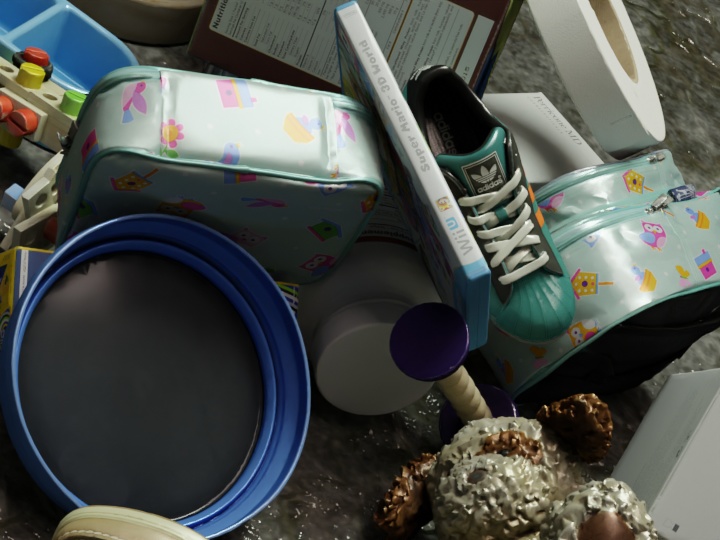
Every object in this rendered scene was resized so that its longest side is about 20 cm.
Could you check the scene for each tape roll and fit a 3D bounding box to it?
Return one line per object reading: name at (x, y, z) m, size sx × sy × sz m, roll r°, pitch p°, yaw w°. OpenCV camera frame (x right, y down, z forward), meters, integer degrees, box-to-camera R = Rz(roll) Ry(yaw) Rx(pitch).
tape roll at (0.163, -0.176, 1.598) m, size 0.203 × 0.037 × 0.203 m, roll 56°, pitch 20°, yaw -32°

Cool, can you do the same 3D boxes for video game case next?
video game case at (0.033, -0.058, 1.420) m, size 0.018 × 0.143 × 0.201 m, roll -24°, pitch 71°, yaw -7°

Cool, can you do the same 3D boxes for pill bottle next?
pill bottle at (0.000, 0.000, 1.534) m, size 0.112 × 0.112 × 0.201 m, roll 16°, pitch 38°, yaw -22°

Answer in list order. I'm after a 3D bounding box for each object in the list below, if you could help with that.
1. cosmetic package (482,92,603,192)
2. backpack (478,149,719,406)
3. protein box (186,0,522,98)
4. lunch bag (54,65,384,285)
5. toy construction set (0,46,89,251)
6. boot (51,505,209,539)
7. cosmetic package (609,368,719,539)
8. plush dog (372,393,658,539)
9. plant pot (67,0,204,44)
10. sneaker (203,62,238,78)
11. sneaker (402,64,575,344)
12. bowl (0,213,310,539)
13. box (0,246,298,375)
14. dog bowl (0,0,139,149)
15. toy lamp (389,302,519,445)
cosmetic package at (0.087, -0.075, 1.723) m, size 0.199 × 0.081 × 0.113 m, roll -9°, pitch 49°, yaw -42°
backpack at (0.168, 0.010, 1.583) m, size 0.200 × 0.176 × 0.154 m, roll -23°, pitch 80°, yaw -49°
protein box at (0.007, -0.196, 1.611) m, size 0.199 × 0.135 × 0.199 m, roll 24°, pitch 20°, yaw 3°
lunch bag at (-0.096, -0.054, 1.402) m, size 0.199 × 0.161 × 0.077 m, roll 6°, pitch 61°, yaw -18°
toy construction set at (-0.242, -0.101, 1.486) m, size 0.200 × 0.092 × 0.131 m, roll 47°, pitch 29°, yaw 16°
boot at (-0.105, 0.226, 1.209) m, size 0.199 × 0.072 × 0.155 m, roll 33°, pitch 37°, yaw 0°
cosmetic package at (0.278, 0.164, 1.458) m, size 0.199 × 0.123 × 0.200 m, roll 31°, pitch -7°, yaw -1°
plush dog at (0.099, 0.167, 1.379) m, size 0.160 × 0.199 × 0.172 m, roll 44°, pitch 29°, yaw -49°
plant pot at (-0.166, -0.305, 1.732) m, size 0.199 × 0.174 × 0.200 m, roll 22°, pitch 36°, yaw -17°
sneaker at (-0.076, -0.136, 1.675) m, size 0.082 × 0.075 × 0.200 m, roll 22°, pitch 35°, yaw -12°
sneaker at (0.080, -0.045, 1.460) m, size 0.071 × 0.080 × 0.201 m, roll -28°, pitch 79°, yaw -9°
bowl at (-0.124, 0.067, 1.336) m, size 0.200 × 0.039 × 0.202 m, roll 8°, pitch 74°, yaw -30°
box at (-0.141, 0.032, 1.402) m, size 0.199 × 0.070 × 0.065 m, roll 7°, pitch 78°, yaw -31°
dog bowl at (-0.243, -0.163, 1.602) m, size 0.200 × 0.050 × 0.111 m, roll 36°, pitch 34°, yaw 7°
toy lamp at (0.066, 0.080, 1.446) m, size 0.058 × 0.058 × 0.200 m, roll 54°, pitch -2°, yaw 29°
